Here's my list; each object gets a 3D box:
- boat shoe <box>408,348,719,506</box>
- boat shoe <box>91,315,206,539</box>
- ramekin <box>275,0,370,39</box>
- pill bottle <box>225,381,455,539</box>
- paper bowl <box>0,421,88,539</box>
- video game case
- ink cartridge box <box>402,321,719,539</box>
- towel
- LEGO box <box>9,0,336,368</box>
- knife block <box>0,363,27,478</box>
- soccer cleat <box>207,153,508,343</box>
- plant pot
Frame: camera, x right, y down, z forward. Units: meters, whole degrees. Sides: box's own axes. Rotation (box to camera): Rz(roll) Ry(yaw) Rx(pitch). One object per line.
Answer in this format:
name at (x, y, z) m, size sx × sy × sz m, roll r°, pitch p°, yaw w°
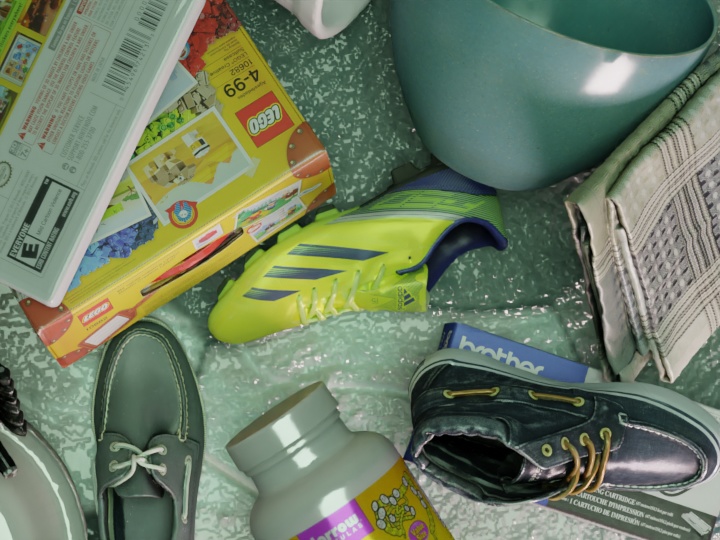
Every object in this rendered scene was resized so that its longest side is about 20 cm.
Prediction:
boat shoe at (0.123, 0.110, 1.398) m, size 0.198 × 0.091 × 0.071 m, roll 12°, pitch 119°, yaw -2°
boat shoe at (-0.129, 0.129, 1.432) m, size 0.072 × 0.062 × 0.202 m, roll 1°, pitch 89°, yaw -8°
ramekin at (-0.014, -0.248, 1.387) m, size 0.097 × 0.200 × 0.201 m, roll 31°, pitch 85°, yaw 9°
pill bottle at (0.001, 0.171, 1.428) m, size 0.104 × 0.104 × 0.201 m, roll -34°, pitch 94°, yaw -7°
paper bowl at (-0.262, 0.171, 1.394) m, size 0.199 × 0.104 × 0.203 m, roll 0°, pitch 88°, yaw -7°
video game case at (-0.211, -0.107, 1.349) m, size 0.181 × 0.023 × 0.201 m, roll 25°, pitch 87°, yaw 9°
ink cartridge box at (0.135, 0.108, 1.477) m, size 0.198 × 0.044 × 0.095 m, roll 18°, pitch 85°, yaw -7°
towel at (0.208, -0.036, 1.414) m, size 0.200 × 0.193 × 0.034 m, roll -43°, pitch 53°, yaw -19°
LEGO box at (-0.138, -0.063, 1.402) m, size 0.199 × 0.077 × 0.149 m, roll -33°, pitch 73°, yaw -6°
knife block at (-0.284, 0.060, 1.343) m, size 0.198 × 0.064 × 0.176 m, roll 8°, pitch 51°, yaw 11°
soccer cleat at (0.000, 0.000, 1.445) m, size 0.199 × 0.065 × 0.084 m, roll -29°, pitch 76°, yaw -10°
plant pot at (0.099, -0.129, 1.418) m, size 0.199 × 0.201 × 0.135 m, roll 18°, pitch 120°, yaw -7°
